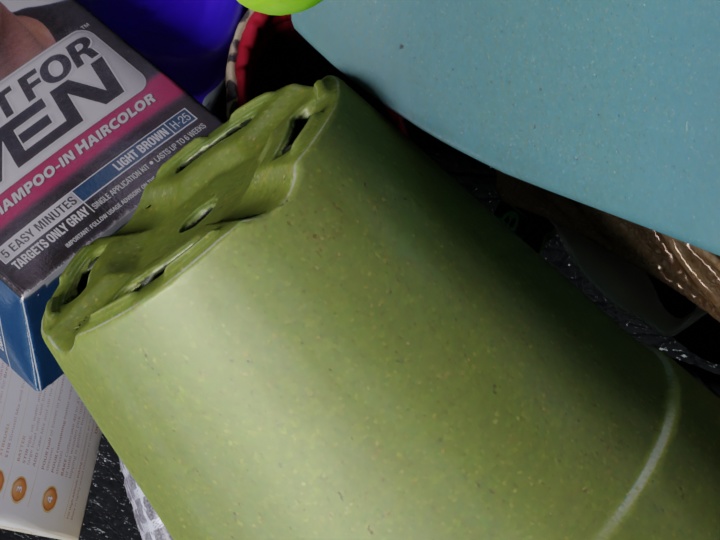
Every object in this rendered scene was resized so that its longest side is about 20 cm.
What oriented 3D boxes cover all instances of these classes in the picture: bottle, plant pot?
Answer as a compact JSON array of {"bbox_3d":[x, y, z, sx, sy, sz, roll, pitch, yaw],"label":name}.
[{"bbox_3d":[-0.089,-0.072,0.981,0.065,0.084,0.200,11,157,-7],"label":"bottle"},{"bbox_3d":[0.080,-0.102,0.736,0.199,0.141,0.142,17,113,37],"label":"plant pot"},{"bbox_3d":[0.004,0.047,0.774,0.200,0.200,0.190,-19,117,48],"label":"plant pot"}]

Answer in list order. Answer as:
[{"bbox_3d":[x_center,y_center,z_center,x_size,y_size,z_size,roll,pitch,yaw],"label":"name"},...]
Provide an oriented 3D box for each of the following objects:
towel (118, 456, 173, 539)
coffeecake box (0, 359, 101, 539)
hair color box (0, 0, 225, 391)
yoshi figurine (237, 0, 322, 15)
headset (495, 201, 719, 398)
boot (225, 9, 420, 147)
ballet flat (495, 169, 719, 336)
[{"bbox_3d":[-0.069,0.054,0.979,0.085,0.166,0.200,-16,175,-2],"label":"towel"},{"bbox_3d":[-0.185,0.022,1.050,0.073,0.154,0.200,6,168,27],"label":"coffeecake box"},{"bbox_3d":[-0.145,-0.060,0.869,0.200,0.100,0.061,39,153,24],"label":"hair color box"},{"bbox_3d":[0.042,-0.139,0.607,0.200,0.113,0.112,-34,146,28],"label":"yoshi figurine"},{"bbox_3d":[0.131,0.029,0.922,0.200,0.124,0.094,39,170,-34],"label":"headset"},{"bbox_3d":[0.000,0.000,0.909,0.073,0.201,0.151,-15,165,-1],"label":"boot"},{"bbox_3d":[0.124,0.001,0.820,0.200,0.068,0.073,33,133,17],"label":"ballet flat"}]
